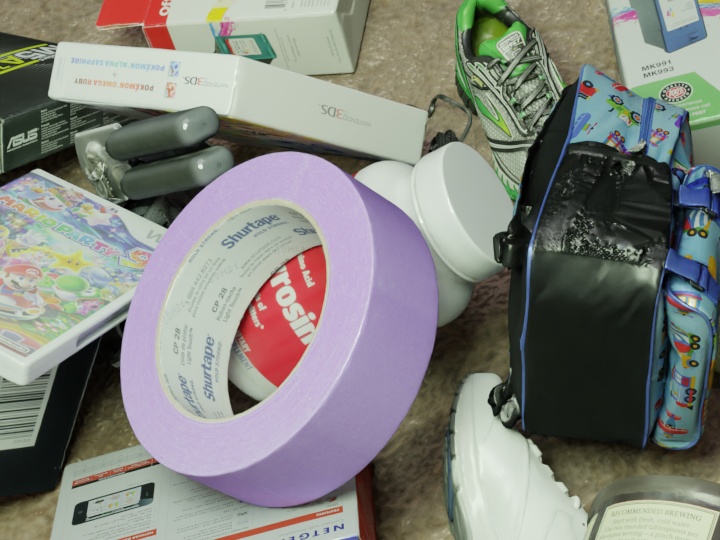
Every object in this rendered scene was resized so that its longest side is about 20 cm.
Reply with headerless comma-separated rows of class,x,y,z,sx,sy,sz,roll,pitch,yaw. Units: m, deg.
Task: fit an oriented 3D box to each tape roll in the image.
tape roll,-0.051,0.034,1.147,0.199,0.065,0.202,-20,56,33

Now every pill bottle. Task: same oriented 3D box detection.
pill bottle,0.000,0.000,1.246,0.199,0.112,0.113,-29,43,29

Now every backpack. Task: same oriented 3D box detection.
backpack,0.158,-0.016,1.170,0.133,0.184,0.201,9,48,11

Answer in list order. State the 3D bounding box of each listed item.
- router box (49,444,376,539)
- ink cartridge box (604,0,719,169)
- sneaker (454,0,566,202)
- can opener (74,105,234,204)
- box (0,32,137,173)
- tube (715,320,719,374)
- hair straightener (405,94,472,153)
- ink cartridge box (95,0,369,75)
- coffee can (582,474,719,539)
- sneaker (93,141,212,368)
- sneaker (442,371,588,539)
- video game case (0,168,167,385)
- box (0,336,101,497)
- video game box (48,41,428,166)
router box,-0.092,0.158,1.188,0.198,0.049,0.180,-15,24,5
ink cartridge box,0.252,-0.153,1.356,0.144,0.088,0.201,-12,47,9
sneaker,0.112,-0.120,1.374,0.078,0.086,0.201,-27,50,-6
can opener,-0.131,-0.080,1.278,0.067,0.054,0.199,-27,11,-30
box,-0.285,-0.135,1.474,0.192,0.048,0.200,12,23,28
tube,0.223,0.028,1.247,0.199,0.052,0.058,34,109,32
hair straightener,0.049,-0.052,1.376,0.076,0.041,0.201,-2,47,15
ink cartridge box,-0.097,-0.214,1.528,0.198,0.068,0.117,-1,51,16
coffee can,0.160,0.233,1.028,0.145,0.147,0.201,10,56,25
sneaker,-0.138,-0.010,1.351,0.113,0.076,0.201,6,56,49
sneaker,0.096,0.151,1.178,0.086,0.075,0.202,-6,56,-3
video game case,-0.208,-0.001,1.221,0.142,0.018,0.200,24,30,19
box,-0.279,0.039,1.307,0.106,0.150,0.200,-3,32,-45
video game box,-0.083,-0.115,1.342,0.181,0.199,0.047,13,92,40
